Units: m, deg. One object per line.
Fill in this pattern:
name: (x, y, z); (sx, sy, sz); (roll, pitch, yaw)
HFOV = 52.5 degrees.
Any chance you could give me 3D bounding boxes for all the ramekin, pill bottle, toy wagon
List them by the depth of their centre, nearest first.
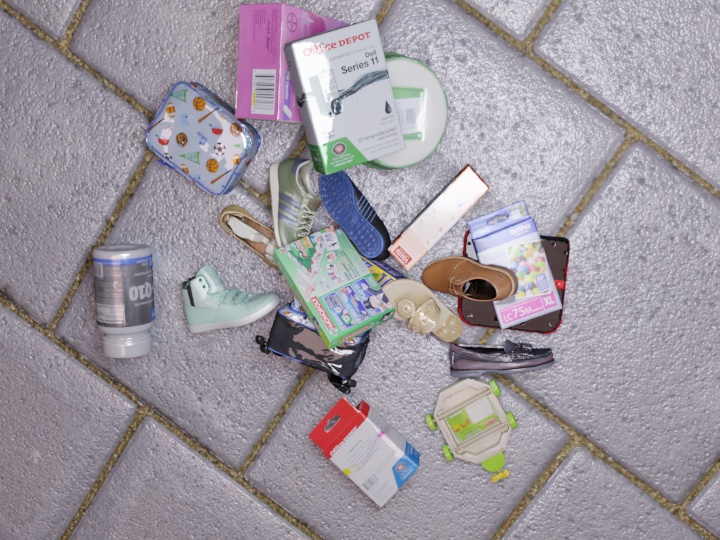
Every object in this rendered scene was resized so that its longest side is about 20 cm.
ramekin: (0.057, -0.272, 1.262); (0.194, 0.098, 0.207); (-3, 104, -14)
toy wagon: (0.223, 0.307, 1.399); (0.152, 0.040, 0.204); (-28, 95, 12)
pill bottle: (-0.455, 0.057, 1.413); (0.110, 0.114, 0.207); (1, 100, 7)

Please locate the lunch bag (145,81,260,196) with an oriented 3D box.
lunch bag: (-0.298, -0.244, 1.362); (0.198, 0.076, 0.162); (37, 104, 0)

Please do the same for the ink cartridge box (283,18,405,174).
ink cartridge box: (-0.025, -0.272, 1.143); (0.143, 0.083, 0.205); (-19, 107, -11)

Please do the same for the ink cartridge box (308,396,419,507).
ink cartridge box: (0.008, 0.341, 1.419); (0.200, 0.067, 0.116); (43, 102, -1)

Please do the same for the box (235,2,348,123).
box: (-0.113, -0.343, 1.246); (0.094, 0.198, 0.182); (10, 101, 30)

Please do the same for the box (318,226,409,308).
box: (0.000, 0.000, 1.350); (0.197, 0.070, 0.065); (34, 104, 9)

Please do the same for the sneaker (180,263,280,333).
sneaker: (-0.256, 0.043, 1.400); (0.195, 0.074, 0.122); (-13, 104, 12)

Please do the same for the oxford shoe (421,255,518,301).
oxford shoe: (0.179, 0.018, 1.303); (0.196, 0.070, 0.074); (4, 110, 44)

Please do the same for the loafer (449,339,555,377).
loafer: (0.259, 0.157, 1.355); (0.194, 0.072, 0.065); (-9, 94, 12)

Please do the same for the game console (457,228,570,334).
game console: (0.282, 0.022, 1.352); (0.193, 0.031, 0.183); (5, 94, 6)

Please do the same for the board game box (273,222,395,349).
board game box: (-0.047, 0.022, 1.250); (0.132, 0.029, 0.202); (-23, 63, -22)

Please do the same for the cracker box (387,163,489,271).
cracker box: (0.138, -0.097, 1.294); (0.058, 0.134, 0.200); (43, 102, -1)

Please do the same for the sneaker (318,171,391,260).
sneaker: (-0.008, -0.102, 1.353); (0.069, 0.078, 0.203); (-35, 72, 15)

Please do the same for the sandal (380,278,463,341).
sandal: (0.124, 0.084, 1.302); (0.209, 0.070, 0.078); (31, 101, -37)

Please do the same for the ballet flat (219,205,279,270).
ballet flat: (-0.185, -0.052, 1.383); (0.197, 0.063, 0.070); (31, 100, 2)

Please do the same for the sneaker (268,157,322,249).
sneaker: (-0.111, -0.110, 1.336); (0.087, 0.067, 0.207); (-12, 79, 20)

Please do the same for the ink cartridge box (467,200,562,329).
ink cartridge box: (0.276, -0.011, 1.317); (0.116, 0.042, 0.206); (-19, 90, 7)

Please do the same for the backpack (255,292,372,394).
backpack: (-0.064, 0.104, 1.329); (0.196, 0.190, 0.158); (25, 97, 7)
